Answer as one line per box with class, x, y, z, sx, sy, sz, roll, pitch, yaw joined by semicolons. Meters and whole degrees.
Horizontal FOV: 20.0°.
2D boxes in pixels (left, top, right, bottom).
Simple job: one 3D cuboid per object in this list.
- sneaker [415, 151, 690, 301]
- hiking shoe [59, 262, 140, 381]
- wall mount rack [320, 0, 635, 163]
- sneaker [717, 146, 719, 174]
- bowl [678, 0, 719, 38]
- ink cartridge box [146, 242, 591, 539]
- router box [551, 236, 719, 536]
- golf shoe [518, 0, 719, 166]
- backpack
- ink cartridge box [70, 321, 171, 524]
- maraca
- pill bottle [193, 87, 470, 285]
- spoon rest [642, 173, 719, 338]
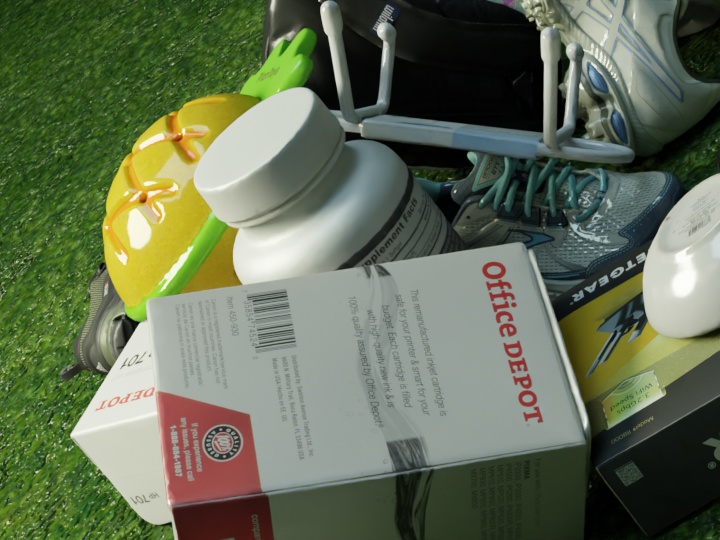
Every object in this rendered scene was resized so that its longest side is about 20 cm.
sneaker;0.096;-0.030;1.173;0.199;0.086;0.078;-13;35;42
hiking shoe;-0.153;-0.005;1.478;0.100;0.076;0.201;-10;38;40
wall mount rack;0.052;-0.102;1.112;0.199;0.075;0.174;7;8;11
sneaker;0.261;-0.130;1.094;0.199;0.114;0.076;-35;23;12
bowl;0.185;-0.209;1.303;0.199;0.199;0.108;-17;75;38
ink cartridge box;0.002;0.075;1.004;0.199;0.083;0.147;-8;42;-4
router box;0.198;0.021;0.994;0.199;0.052;0.158;-32;26;13
golf shoe;0.147;-0.167;1.229;0.097;0.201;0.078;-26;5;3
backpack;0.035;-0.141;1.329;0.198;0.168;0.127;4;33;-5
ink cartridge box;-0.068;0.048;1.266;0.146;0.086;0.200;-16;31;39
maraca;-0.084;-0.057;1.217;0.201;0.107;0.137;-61;19;-12
pill bottle;0.000;0.000;1.118;0.110;0.200;0.111;-31;25;17
spoon rest;0.210;-0.032;0.952;0.200;0.061;0.100;-38;21;34
